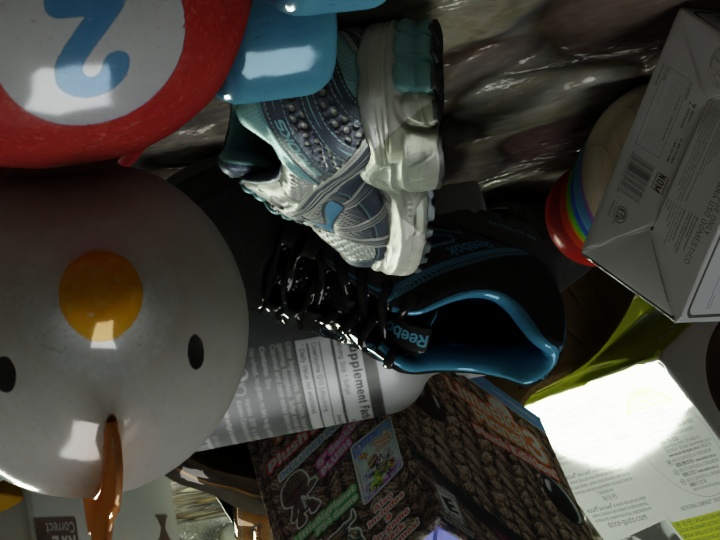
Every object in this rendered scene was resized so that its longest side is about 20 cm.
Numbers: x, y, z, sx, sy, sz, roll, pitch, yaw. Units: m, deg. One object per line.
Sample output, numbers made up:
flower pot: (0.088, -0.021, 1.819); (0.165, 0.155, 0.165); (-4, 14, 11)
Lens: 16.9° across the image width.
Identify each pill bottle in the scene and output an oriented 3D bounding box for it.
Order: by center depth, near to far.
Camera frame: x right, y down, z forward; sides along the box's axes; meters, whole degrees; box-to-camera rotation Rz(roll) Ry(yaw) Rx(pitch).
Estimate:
pill bottle: (-0.032, 0.020, 1.186); (0.198, 0.117, 0.116); (-11, 171, 0)

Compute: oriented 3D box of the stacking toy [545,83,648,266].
stacking toy: (0.132, -0.033, 1.179); (0.085, 0.086, 0.200); (-9, 175, -7)

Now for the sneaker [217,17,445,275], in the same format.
sneaker: (-0.012, -0.052, 0.959); (0.086, 0.078, 0.200); (2, 163, 0)

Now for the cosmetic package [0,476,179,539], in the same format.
cosmetic package: (-0.229, 0.109, 1.345); (0.199, 0.166, 0.165); (-14, 171, 22)

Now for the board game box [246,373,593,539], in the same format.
board game box: (0.037, 0.132, 1.270); (0.159, 0.200, 0.097); (35, 109, -32)

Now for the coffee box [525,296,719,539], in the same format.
coffee box: (0.251, 0.085, 1.455); (0.199, 0.198, 0.200); (-39, -176, -24)

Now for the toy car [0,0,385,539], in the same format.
toy car: (-0.078, -0.012, 0.665); (0.183, 0.202, 0.177); (-8, 171, -15)

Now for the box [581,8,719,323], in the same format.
box: (0.196, -0.044, 1.039); (0.199, 0.117, 0.060); (0, -151, -46)

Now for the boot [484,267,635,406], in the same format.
boot: (0.062, 0.031, 1.467); (0.200, 0.073, 0.155); (-46, -147, -11)

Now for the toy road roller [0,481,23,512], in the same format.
toy road roller: (-0.183, 0.040, 1.137); (0.145, 0.124, 0.200); (-22, 169, 4)

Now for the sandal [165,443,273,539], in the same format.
sandal: (-0.062, 0.120, 1.325); (0.055, 0.082, 0.200); (-44, 145, 16)

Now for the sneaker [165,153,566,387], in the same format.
sneaker: (0.000, 0.000, 1.072); (0.198, 0.074, 0.082); (9, -151, -12)

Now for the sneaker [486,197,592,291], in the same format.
sneaker: (0.065, 0.006, 1.367); (0.090, 0.077, 0.199); (-14, 179, -41)
